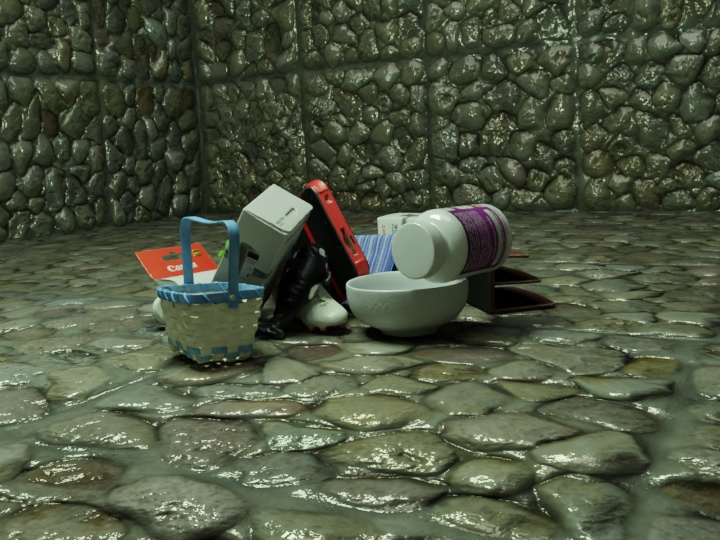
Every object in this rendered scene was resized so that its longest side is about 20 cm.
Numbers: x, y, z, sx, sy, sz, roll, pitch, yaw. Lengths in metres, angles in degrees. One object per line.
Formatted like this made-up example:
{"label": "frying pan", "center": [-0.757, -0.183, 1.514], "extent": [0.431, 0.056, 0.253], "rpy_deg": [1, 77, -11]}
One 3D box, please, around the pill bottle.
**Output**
{"label": "pill bottle", "center": [0.140, -0.041, 1.179], "extent": [0.111, 0.115, 0.198], "rpy_deg": [5, 10, 41]}

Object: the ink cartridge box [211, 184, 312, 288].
{"label": "ink cartridge box", "center": [-0.172, -0.024, 1.277], "extent": [0.082, 0.202, 0.147], "rpy_deg": [29, 26, 2]}

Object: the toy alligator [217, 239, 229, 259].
{"label": "toy alligator", "center": [-0.182, -0.032, 1.397], "extent": [0.196, 0.055, 0.060], "rpy_deg": [7, 53, 23]}

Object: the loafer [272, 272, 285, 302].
{"label": "loafer", "center": [-0.156, 0.015, 1.562], "extent": [0.068, 0.077, 0.200], "rpy_deg": [-18, 11, -8]}

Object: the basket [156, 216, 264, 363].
{"label": "basket", "center": [-0.223, 0.025, 1.123], "extent": [0.137, 0.204, 0.175], "rpy_deg": [-9, 11, -33]}

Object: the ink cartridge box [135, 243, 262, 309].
{"label": "ink cartridge box", "center": [-0.287, 0.011, 1.383], "extent": [0.200, 0.048, 0.159], "rpy_deg": [47, 32, 21]}

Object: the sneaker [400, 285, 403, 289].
{"label": "sneaker", "center": [0.048, 0.042, 1.429], "extent": [0.092, 0.072, 0.198], "rpy_deg": [13, -3, -33]}

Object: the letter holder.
{"label": "letter holder", "center": [0.265, 0.007, 1.421], "extent": [0.139, 0.103, 0.200], "rpy_deg": [-3, 9, -13]}

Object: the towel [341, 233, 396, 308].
{"label": "towel", "center": [0.000, 0.000, 1.409], "extent": [0.024, 0.147, 0.198], "rpy_deg": [26, -14, -32]}

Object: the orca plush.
{"label": "orca plush", "center": [-0.119, 0.015, 1.270], "extent": [0.104, 0.072, 0.201], "rpy_deg": [11, 51, 43]}

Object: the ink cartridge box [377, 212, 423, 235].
{"label": "ink cartridge box", "center": [0.135, -0.045, 1.640], "extent": [0.198, 0.150, 0.082], "rpy_deg": [4, 13, 44]}

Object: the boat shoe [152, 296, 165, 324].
{"label": "boat shoe", "center": [-0.323, 0.062, 1.419], "extent": [0.071, 0.071, 0.200], "rpy_deg": [-25, 1, 30]}

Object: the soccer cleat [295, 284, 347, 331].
{"label": "soccer cleat", "center": [-0.080, 0.053, 1.307], "extent": [0.068, 0.079, 0.199], "rpy_deg": [-7, 10, -24]}

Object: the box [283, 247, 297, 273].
{"label": "box", "center": [-0.114, -0.023, 1.531], "extent": [0.198, 0.061, 0.117], "rpy_deg": [23, 10, -31]}

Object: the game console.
{"label": "game console", "center": [-0.065, -0.044, 1.371], "extent": [0.031, 0.203, 0.177], "rpy_deg": [-22, -11, -30]}

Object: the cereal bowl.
{"label": "cereal bowl", "center": [0.076, 0.055, 1.228], "extent": [0.196, 0.085, 0.200], "rpy_deg": [-2, 9, 0]}
